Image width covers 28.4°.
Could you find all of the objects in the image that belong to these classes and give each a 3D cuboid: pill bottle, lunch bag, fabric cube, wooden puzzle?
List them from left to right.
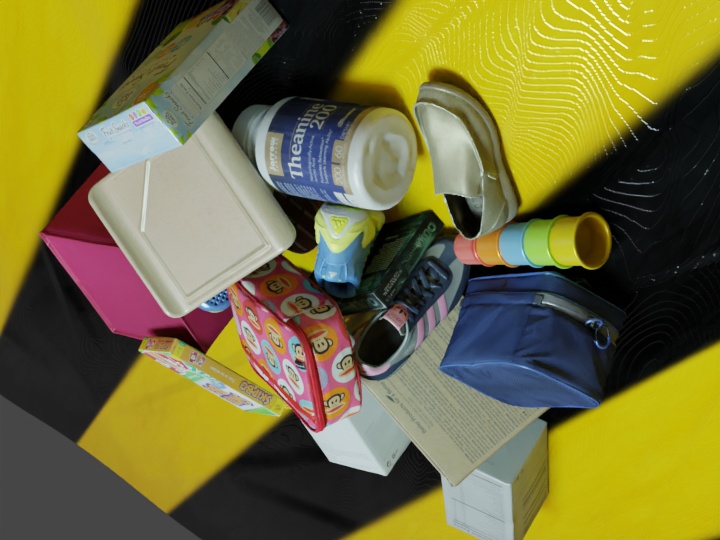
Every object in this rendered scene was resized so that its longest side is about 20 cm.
[{"bbox_3d":[-0.253,-0.041,1.855,0.196,0.200,0.200,11,143,40],"label":"fabric cube"},{"bbox_3d":[-0.192,-0.065,1.625,0.200,0.037,0.185,-32,96,28],"label":"wooden puzzle"},{"bbox_3d":[-0.075,0.091,1.657,0.200,0.082,0.177,40,148,48],"label":"lunch bag"},{"bbox_3d":[-0.045,-0.134,1.581,0.199,0.111,0.111,12,143,37],"label":"pill bottle"},{"bbox_3d":[0.198,0.070,1.592,0.136,0.133,0.200,28,161,-31],"label":"lunch bag"}]

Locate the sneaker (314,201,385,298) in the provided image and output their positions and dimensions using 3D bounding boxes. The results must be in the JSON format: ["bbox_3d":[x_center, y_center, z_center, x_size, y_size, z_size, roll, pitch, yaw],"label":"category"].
[{"bbox_3d":[-0.022,-0.025,1.643,0.075,0.106,0.200,11,-176,10],"label":"sneaker"}]

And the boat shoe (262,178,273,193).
[{"bbox_3d":[-0.133,-0.046,1.724,0.070,0.070,0.201,9,128,3],"label":"boat shoe"}]

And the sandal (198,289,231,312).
[{"bbox_3d":[-0.190,-0.046,1.683,0.087,0.079,0.201,4,111,64],"label":"sandal"}]

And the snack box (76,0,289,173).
[{"bbox_3d":[-0.193,-0.207,1.544,0.068,0.200,0.168,47,149,-21],"label":"snack box"}]

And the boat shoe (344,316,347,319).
[{"bbox_3d":[-0.085,0.041,1.924,0.199,0.072,0.068,3,142,48],"label":"boat shoe"}]

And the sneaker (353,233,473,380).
[{"bbox_3d":[0.061,0.043,1.634,0.070,0.201,0.082,34,-178,13],"label":"sneaker"}]

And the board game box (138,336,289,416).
[{"bbox_3d":[-0.185,0.141,1.851,0.200,0.030,0.095,31,163,-29],"label":"board game box"}]

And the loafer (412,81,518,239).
[{"bbox_3d":[0.107,-0.110,1.494,0.075,0.068,0.200,7,140,42],"label":"loafer"}]

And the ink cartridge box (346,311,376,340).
[{"bbox_3d":[0.056,0.121,1.875,0.145,0.084,0.200,43,151,-12],"label":"ink cartridge box"}]

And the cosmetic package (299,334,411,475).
[{"bbox_3d":[-0.027,0.171,1.869,0.112,0.081,0.200,9,140,41],"label":"cosmetic package"}]

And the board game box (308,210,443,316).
[{"bbox_3d":[0.000,0.000,1.705,0.028,0.135,0.200,46,150,-20],"label":"board game box"}]

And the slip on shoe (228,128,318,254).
[{"bbox_3d":[-0.122,-0.103,1.772,0.200,0.076,0.061,41,-168,-25],"label":"slip on shoe"}]

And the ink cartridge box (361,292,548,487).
[{"bbox_3d":[0.109,0.133,1.734,0.200,0.165,0.075,50,-175,-15],"label":"ink cartridge box"}]

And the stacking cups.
[{"bbox_3d":[0.181,-0.034,1.551,0.200,0.061,0.061,3,137,53],"label":"stacking cups"}]

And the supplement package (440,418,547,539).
[{"bbox_3d":[0.183,0.279,1.940,0.113,0.110,0.200,23,148,23],"label":"supplement package"}]
